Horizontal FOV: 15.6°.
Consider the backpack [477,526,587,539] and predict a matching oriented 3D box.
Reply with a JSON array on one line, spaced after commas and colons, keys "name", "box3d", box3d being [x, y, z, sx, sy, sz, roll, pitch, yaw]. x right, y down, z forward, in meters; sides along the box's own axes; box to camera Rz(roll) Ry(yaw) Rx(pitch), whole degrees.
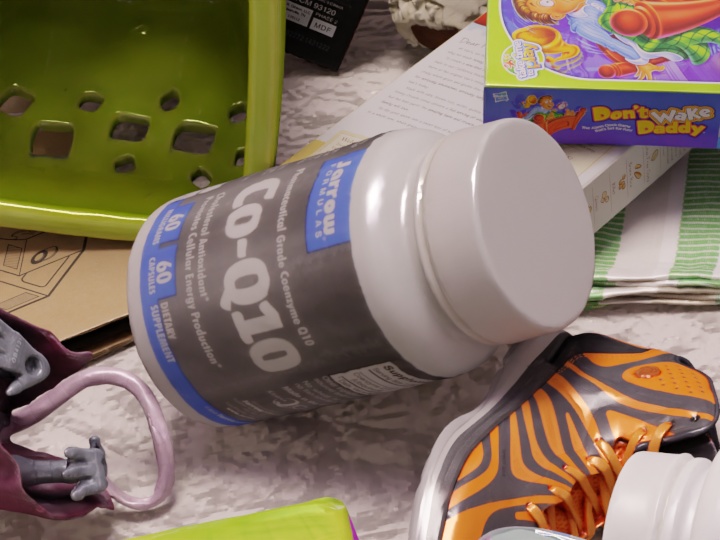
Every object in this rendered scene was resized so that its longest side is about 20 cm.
[{"name": "backpack", "box3d": [0.084, 0.200, 0.942, 0.175, 0.154, 0.201, 12, 50, 21]}]

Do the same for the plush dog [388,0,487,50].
[{"name": "plush dog", "box3d": [0.104, -0.218, 1.500, 0.199, 0.162, 0.172, -10, 11, 0]}]

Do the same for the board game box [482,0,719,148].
[{"name": "board game box", "box3d": [0.131, -0.155, 1.330, 0.133, 0.045, 0.201, 2, 55, 3]}]

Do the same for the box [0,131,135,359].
[{"name": "box", "box3d": [-0.193, -0.004, 1.385, 0.163, 0.021, 0.200, -24, 38, -16]}]

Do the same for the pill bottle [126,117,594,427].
[{"name": "pill bottle", "box3d": [0.000, 0.000, 1.197, 0.199, 0.114, 0.114, -15, 30, 36]}]

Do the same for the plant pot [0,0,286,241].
[{"name": "plant pot", "box3d": [-0.131, -0.150, 1.359, 0.199, 0.200, 0.182, 6, 42, 1]}]

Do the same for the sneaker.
[{"name": "sneaker", "box3d": [0.097, 0.092, 1.134, 0.111, 0.078, 0.200, 7, 41, 25]}]

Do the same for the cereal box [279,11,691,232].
[{"name": "cereal box", "box3d": [0.069, -0.060, 1.332, 0.143, 0.040, 0.200, 24, 47, 36]}]

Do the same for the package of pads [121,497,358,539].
[{"name": "package of pads", "box3d": [-0.087, 0.177, 1.082, 0.199, 0.069, 0.155, -12, 37, -1]}]

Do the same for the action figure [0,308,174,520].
[{"name": "action figure", "box3d": [-0.209, 0.070, 1.228, 0.199, 0.135, 0.148, -17, -11, 37]}]

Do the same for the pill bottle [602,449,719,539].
[{"name": "pill bottle", "box3d": [0.200, 0.123, 1.039, 0.199, 0.110, 0.109, 6, 40, 23]}]

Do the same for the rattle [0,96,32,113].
[{"name": "rattle", "box3d": [-0.160, -0.166, 1.496, 0.199, 0.144, 0.130, 6, 23, 31]}]

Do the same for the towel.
[{"name": "towel", "box3d": [0.157, -0.033, 1.325, 0.199, 0.024, 0.153, -2, 37, 13]}]

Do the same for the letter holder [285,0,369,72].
[{"name": "letter holder", "box3d": [-0.078, -0.224, 1.507, 0.199, 0.101, 0.143, 21, 38, -5]}]
